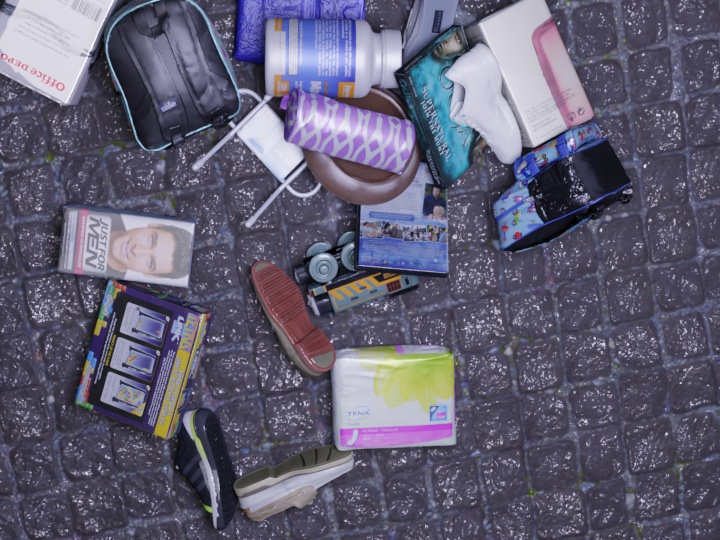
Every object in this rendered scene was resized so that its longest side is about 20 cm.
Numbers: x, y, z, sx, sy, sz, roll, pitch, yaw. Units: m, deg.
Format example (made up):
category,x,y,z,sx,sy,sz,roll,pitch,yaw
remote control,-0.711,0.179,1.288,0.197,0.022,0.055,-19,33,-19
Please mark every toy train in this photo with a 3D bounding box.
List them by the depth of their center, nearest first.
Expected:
category,x,y,z,sx,sy,sz,roll,pitch,yaw
toy train,0.000,0.000,1.753,0.197,0.085,0.116,-20,108,-1

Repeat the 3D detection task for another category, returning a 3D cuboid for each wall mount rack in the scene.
category,x,y,z,sx,sy,sz,roll,pitch,yaw
wall mount rack,-0.151,-0.172,1.716,0.174,0.075,0.200,-44,98,0

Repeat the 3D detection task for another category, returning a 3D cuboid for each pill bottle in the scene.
category,x,y,z,sx,sy,sz,roll,pitch,yaw
pill bottle,-0.040,-0.308,1.651,0.196,0.112,0.114,1,98,-3

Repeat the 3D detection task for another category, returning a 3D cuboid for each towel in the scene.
category,x,y,z,sx,sy,sz,roll,pitch,yaw
towel,-0.091,-0.383,1.706,0.196,0.050,0.151,2,97,-5

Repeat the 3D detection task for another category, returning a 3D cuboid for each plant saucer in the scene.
category,x,y,z,sx,sy,sz,roll,pitch,yaw
plant saucer,0.006,-0.200,1.705,0.196,0.032,0.204,5,76,-20

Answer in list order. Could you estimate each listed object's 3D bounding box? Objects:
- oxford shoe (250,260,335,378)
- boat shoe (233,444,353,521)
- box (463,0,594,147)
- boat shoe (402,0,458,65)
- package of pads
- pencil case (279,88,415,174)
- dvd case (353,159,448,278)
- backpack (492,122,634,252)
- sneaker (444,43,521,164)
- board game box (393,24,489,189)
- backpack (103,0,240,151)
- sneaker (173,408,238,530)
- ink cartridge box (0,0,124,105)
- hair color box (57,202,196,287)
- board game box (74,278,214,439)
category,x,y,z,sx,sy,sz,roll,pitch,yaw
oxford shoe,-0.118,0.081,1.758,0.070,0.074,0.202,-24,79,-37
boat shoe,-0.098,0.335,1.797,0.197,0.075,0.069,-18,105,5
box,0.251,-0.299,1.705,0.108,0.128,0.203,-26,99,-2
boat shoe,0.099,-0.373,1.713,0.073,0.087,0.205,3,126,-10
package of pads,0.051,0.196,1.787,0.196,0.068,0.158,-3,98,-5
pencil case,-0.016,-0.203,1.636,0.197,0.086,0.085,14,127,-21
dvd case,0.062,-0.084,1.714,0.140,0.018,0.203,4,60,-4
backpack,0.285,-0.115,1.708,0.198,0.182,0.136,-29,87,34
sneaker,0.174,-0.231,1.674,0.088,0.075,0.202,-33,127,-10
board game box,0.131,-0.242,1.686,0.135,0.028,0.202,-43,128,-26
backpack,-0.279,-0.301,1.645,0.173,0.154,0.202,-22,119,-1
sneaker,-0.251,0.309,1.791,0.081,0.072,0.204,-8,98,21
ink cartridge box,-0.445,-0.363,1.662,0.143,0.084,0.203,26,94,-8
hair color box,-0.353,-0.039,1.726,0.196,0.061,0.101,7,97,-6
board game box,-0.330,0.132,1.734,0.163,0.057,0.203,19,96,9
